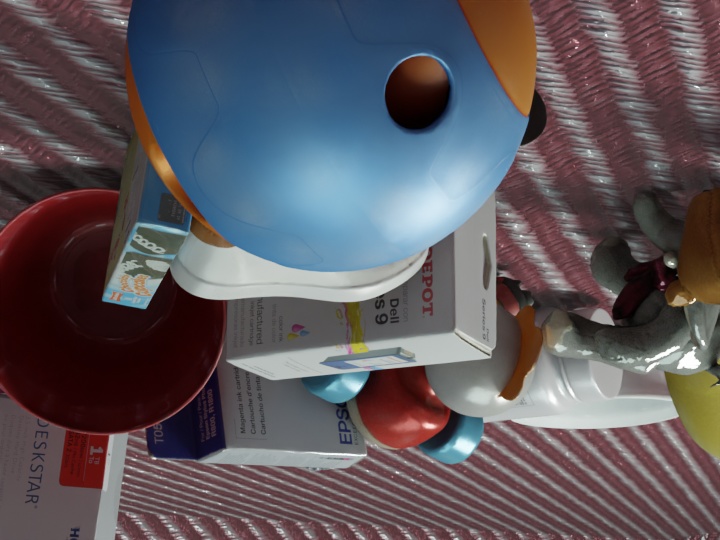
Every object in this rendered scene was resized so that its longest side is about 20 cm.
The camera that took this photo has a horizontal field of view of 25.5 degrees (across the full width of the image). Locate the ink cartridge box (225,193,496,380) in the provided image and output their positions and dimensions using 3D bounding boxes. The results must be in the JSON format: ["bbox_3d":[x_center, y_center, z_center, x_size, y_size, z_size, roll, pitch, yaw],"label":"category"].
[{"bbox_3d":[0.000,0.000,1.237,0.199,0.146,0.087,-7,163,24],"label":"ink cartridge box"}]

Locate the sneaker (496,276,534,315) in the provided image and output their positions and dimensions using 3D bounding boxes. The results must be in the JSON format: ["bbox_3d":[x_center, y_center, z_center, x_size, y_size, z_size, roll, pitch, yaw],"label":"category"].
[{"bbox_3d":[0.081,0.056,1.552,0.098,0.071,0.200,-16,179,-41],"label":"sneaker"}]

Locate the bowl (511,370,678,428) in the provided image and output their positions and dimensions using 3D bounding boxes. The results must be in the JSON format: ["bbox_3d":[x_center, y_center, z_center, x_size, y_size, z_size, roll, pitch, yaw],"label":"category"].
[{"bbox_3d":[0.264,0.118,1.775,0.200,0.091,0.201,-1,165,0],"label":"bowl"}]

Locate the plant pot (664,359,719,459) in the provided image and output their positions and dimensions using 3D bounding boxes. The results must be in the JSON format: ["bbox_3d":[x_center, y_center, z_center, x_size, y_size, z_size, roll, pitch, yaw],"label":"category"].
[{"bbox_3d":[0.350,0.056,1.427,0.199,0.201,0.142,-10,142,32],"label":"plant pot"}]

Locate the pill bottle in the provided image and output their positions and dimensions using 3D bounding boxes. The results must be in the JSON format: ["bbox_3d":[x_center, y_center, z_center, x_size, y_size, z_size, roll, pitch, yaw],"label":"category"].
[{"bbox_3d":[0.165,0.099,1.662,0.199,0.114,0.113,-9,162,29],"label":"pill bottle"}]

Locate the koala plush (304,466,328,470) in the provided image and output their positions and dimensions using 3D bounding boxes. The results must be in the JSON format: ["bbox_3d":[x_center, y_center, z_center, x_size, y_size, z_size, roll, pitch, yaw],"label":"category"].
[{"bbox_3d":[-0.101,0.090,1.554,0.199,0.185,0.177,12,164,0],"label":"koala plush"}]

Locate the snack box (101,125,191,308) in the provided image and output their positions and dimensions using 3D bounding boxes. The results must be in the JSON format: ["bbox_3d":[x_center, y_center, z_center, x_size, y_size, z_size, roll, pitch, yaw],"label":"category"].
[{"bbox_3d":[-0.141,-0.055,1.084,0.037,0.117,0.200,11,163,-13],"label":"snack box"}]

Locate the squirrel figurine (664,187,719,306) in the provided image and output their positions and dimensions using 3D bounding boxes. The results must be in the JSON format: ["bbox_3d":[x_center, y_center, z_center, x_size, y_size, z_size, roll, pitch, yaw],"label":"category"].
[{"bbox_3d":[0.323,0.010,1.167,0.186,0.201,0.141,-10,178,-31],"label":"squirrel figurine"}]

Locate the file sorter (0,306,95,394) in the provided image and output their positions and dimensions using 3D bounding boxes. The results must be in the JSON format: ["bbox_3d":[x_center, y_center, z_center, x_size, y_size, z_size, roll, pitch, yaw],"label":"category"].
[{"bbox_3d":[-0.282,0.057,1.455,0.125,0.140,0.200,2,165,3],"label":"file sorter"}]

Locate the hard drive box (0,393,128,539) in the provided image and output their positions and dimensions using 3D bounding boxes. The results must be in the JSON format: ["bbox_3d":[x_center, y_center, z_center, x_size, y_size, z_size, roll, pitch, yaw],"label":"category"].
[{"bbox_3d":[-0.315,0.190,1.395,0.199,0.157,0.077,3,163,4],"label":"hard drive box"}]

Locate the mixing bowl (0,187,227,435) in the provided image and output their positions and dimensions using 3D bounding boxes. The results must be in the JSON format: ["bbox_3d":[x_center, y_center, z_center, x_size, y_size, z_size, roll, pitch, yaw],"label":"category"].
[{"bbox_3d":[-0.205,0.021,1.288,0.199,0.201,0.108,0,-166,-2],"label":"mixing bowl"}]

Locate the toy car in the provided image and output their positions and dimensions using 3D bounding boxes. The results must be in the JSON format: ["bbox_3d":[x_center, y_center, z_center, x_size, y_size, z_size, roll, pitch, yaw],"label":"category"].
[{"bbox_3d":[0.088,0.062,1.364,0.199,0.178,0.184,-11,146,44],"label":"toy car"}]

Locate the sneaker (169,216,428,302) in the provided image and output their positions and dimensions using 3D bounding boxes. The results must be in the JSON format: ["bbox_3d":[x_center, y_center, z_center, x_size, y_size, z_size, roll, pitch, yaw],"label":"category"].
[{"bbox_3d":[-0.028,-0.028,1.090,0.199,0.073,0.085,-7,136,-34],"label":"sneaker"}]

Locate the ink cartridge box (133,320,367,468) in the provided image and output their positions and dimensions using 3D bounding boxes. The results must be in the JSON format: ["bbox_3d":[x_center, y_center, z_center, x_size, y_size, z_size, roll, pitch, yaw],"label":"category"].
[{"bbox_3d":[-0.098,0.072,1.389,0.199,0.197,0.043,7,151,-34],"label":"ink cartridge box"}]

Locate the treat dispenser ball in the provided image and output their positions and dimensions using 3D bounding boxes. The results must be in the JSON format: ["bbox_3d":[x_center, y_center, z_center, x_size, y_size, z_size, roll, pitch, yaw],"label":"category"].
[{"bbox_3d":[-0.014,-0.100,0.770,0.200,0.202,0.201,-1,165,0],"label":"treat dispenser ball"}]

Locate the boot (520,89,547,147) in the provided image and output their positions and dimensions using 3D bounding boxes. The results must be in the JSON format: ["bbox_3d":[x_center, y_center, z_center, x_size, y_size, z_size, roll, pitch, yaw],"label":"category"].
[{"bbox_3d":[0.022,-0.085,1.090,0.185,0.065,0.200,8,164,-1],"label":"boot"}]

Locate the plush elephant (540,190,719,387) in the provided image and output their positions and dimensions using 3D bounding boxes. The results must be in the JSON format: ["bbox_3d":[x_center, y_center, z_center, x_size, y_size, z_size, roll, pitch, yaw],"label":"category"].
[{"bbox_3d":[0.263,0.006,1.295,0.199,0.155,0.165,27,-140,23],"label":"plush elephant"}]
